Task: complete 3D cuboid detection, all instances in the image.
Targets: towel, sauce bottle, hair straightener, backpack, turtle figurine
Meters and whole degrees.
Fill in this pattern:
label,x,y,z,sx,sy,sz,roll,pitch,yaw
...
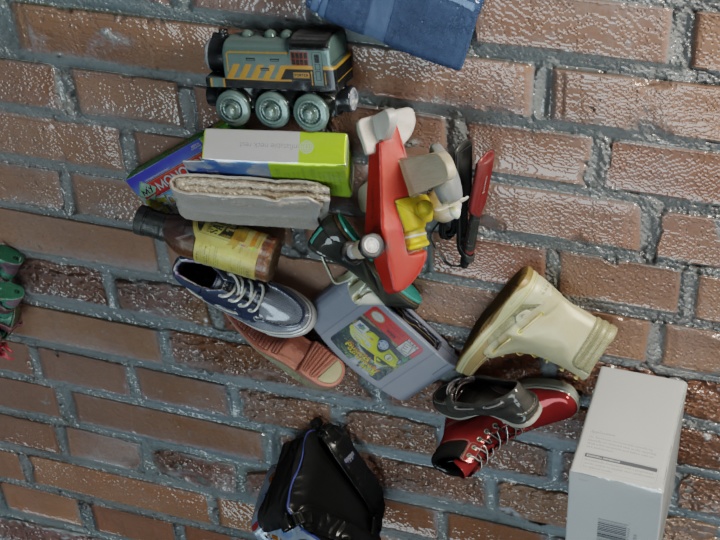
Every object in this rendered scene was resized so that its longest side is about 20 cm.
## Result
label,x,y,z,sx,sy,sz,roll,pitch,yaw
towel,0.040,-0.309,1.531,0.198,0.049,0.112,24,132,5
sauce bottle,-0.205,-0.040,1.800,0.198,0.066,0.066,17,132,7
hair straightener,0.122,-0.081,1.697,0.077,0.041,0.201,31,142,27
backpack,-0.059,0.360,2.025,0.190,0.201,0.154,39,137,-20
towel,-0.136,-0.084,1.704,0.198,0.035,0.133,4,166,-1
turtle figurine,-0.560,0.061,2.053,0.200,0.100,0.151,-51,57,40

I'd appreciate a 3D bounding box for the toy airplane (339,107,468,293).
label,x,y,z,sx,sy,sz,roll,pitch,yaw
toy airplane,0.056,-0.098,1.630,0.140,0.201,0.200,6,126,-21

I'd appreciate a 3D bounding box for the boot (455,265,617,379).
label,x,y,z,sx,sy,sz,roll,pitch,yaw
boot,0.226,0.100,1.768,0.155,0.073,0.200,31,129,-5

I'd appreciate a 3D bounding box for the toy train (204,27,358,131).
label,x,y,z,sx,sy,sz,roll,pitch,yaw
toy train,-0.098,-0.235,1.632,0.198,0.085,0.115,6,117,21

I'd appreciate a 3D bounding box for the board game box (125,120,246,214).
label,x,y,z,sx,sy,sz,roll,pitch,yaw
board game box,-0.201,-0.113,1.803,0.199,0.029,0.135,-24,116,35

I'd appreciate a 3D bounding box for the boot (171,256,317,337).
label,x,y,z,sx,sy,sz,roll,pitch,yaw
boot,-0.160,0.035,1.842,0.198,0.073,0.090,18,174,17

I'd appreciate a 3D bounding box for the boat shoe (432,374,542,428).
label,x,y,z,sx,sy,sz,roll,pitch,yaw
boat shoe,0.161,0.164,1.821,0.199,0.067,0.057,3,136,53

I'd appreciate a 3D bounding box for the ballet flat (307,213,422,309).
label,x,y,z,sx,sy,sz,roll,pitch,yaw
ballet flat,0.000,0.000,1.758,0.068,0.068,0.200,-37,127,11

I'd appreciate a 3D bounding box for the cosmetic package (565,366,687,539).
label,x,y,z,sx,sy,sz,roll,pitch,yaw
cosmetic package,0.344,0.271,1.766,0.122,0.201,0.201,11,130,18

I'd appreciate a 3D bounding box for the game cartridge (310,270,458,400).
label,x,y,z,sx,sy,sz,roll,pitch,yaw
game cartridge,0.025,0.092,1.869,0.200,0.041,0.133,42,135,-12

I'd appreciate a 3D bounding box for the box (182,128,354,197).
label,x,y,z,sx,sy,sz,roll,pitch,yaw
box,-0.110,-0.132,1.672,0.198,0.048,0.122,3,166,4

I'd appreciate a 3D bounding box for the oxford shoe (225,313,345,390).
label,x,y,z,sx,sy,sz,roll,pitch,yaw
oxford shoe,-0.115,0.107,1.919,0.200,0.071,0.074,40,155,3

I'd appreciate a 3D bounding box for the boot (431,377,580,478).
label,x,y,z,sx,sy,sz,roll,pitch,yaw
boot,0.195,0.221,1.827,0.198,0.145,0.073,-14,120,30
